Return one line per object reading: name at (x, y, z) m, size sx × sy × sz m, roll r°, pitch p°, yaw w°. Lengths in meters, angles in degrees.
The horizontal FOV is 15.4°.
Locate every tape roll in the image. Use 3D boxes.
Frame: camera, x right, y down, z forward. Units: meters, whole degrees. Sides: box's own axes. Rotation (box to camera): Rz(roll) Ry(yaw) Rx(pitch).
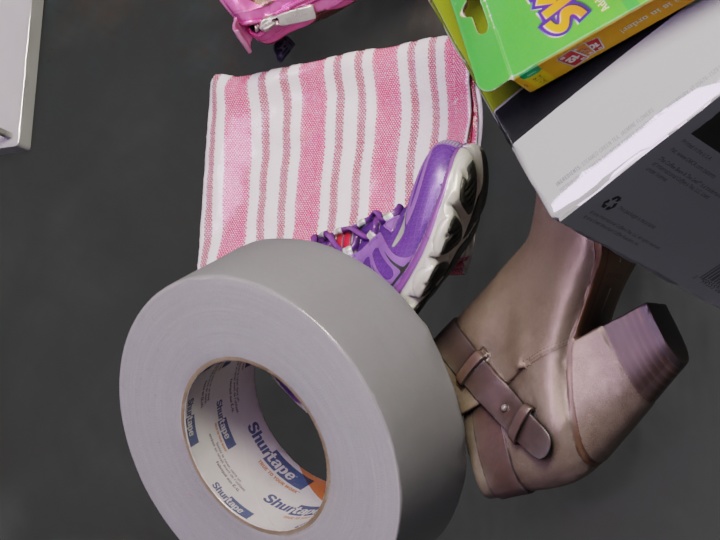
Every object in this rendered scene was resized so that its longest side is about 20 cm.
tape roll at (-0.039, 0.085, 1.478) m, size 0.200 × 0.066 × 0.201 m, roll 18°, pitch 122°, yaw 32°

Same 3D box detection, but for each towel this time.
towel at (-0.017, -0.061, 1.587) m, size 0.199 × 0.030 × 0.147 m, roll -7°, pitch 72°, yaw 32°

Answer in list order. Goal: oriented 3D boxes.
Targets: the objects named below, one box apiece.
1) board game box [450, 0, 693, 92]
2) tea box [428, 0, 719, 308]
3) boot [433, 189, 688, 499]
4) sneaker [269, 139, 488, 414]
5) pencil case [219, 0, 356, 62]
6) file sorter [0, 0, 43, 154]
board game box at (0.131, -0.165, 1.274) m, size 0.199 × 0.030 × 0.096 m, roll -27°, pitch 61°, yaw 20°
tea box at (0.154, -0.111, 1.382) m, size 0.133 × 0.200 × 0.197 m, roll -37°, pitch 58°, yaw 19°
boot at (0.091, 0.021, 1.469) m, size 0.146 × 0.070 × 0.201 m, roll -33°, pitch 60°, yaw 25°
sneaker at (0.000, 0.000, 1.485) m, size 0.083 × 0.081 × 0.200 m, roll 38°, pitch 122°, yaw 2°
pencil case at (0.005, -0.205, 1.581) m, size 0.199 × 0.091 × 0.094 m, roll -28°, pitch 32°, yaw 25°
file sorter at (-0.327, -0.152, 1.764) m, size 0.199 × 0.124 × 0.140 m, roll -6°, pitch 73°, yaw 33°
